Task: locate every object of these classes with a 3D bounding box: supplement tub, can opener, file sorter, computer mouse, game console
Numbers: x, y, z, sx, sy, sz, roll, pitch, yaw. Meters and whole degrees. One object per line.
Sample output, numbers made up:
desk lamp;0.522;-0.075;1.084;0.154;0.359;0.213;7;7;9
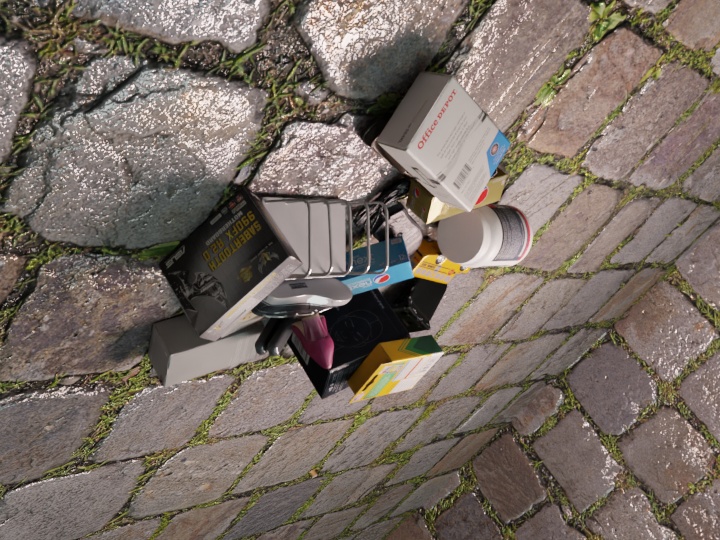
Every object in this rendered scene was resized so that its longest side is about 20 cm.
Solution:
supplement tub;0.275;-0.077;1.780;0.199;0.141;0.141;-2;138;-49
can opener;-0.146;0.077;1.545;0.200;0.053;0.067;-62;150;-49
file sorter;-0.061;-0.055;1.379;0.124;0.140;0.199;1;-177;43
computer mouse;0.064;-0.099;1.608;0.138;0.053;0.200;-37;143;-1
game console;0.112;0.071;1.965;0.175;0.117;0.200;-10;157;17

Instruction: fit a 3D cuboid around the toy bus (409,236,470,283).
toy bus;0.168;-0.021;1.815;0.199;0.065;0.078;13;119;-52

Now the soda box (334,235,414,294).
soda box;0.000;0.000;1.600;0.199;0.065;0.068;-16;149;4

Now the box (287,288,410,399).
box;-0.038;0.124;1.673;0.196;0.200;0.124;-21;151;-25

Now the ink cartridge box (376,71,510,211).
ink cartridge box;0.143;-0.216;1.360;0.200;0.084;0.146;37;83;-41

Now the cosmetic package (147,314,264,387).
cosmetic package;-0.291;0.134;1.524;0.199;0.090;0.107;-12;144;-34

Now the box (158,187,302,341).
box;-0.212;-0.010;1.303;0.200;0.159;0.048;-40;153;10

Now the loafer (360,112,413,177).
loafer;0.072;-0.212;1.406;0.073;0.071;0.200;-44;152;16

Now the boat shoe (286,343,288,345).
boat shoe;-0.093;0.138;1.801;0.199;0.072;0.068;-1;102;-39

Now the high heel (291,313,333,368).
high heel;-0.079;0.132;1.473;0.067;0.097;0.200;-16;176;-13

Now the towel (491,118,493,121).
towel;0.186;-0.208;1.603;0.143;0.023;0.201;-23;149;-20

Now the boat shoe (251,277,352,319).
boat shoe;-0.105;0.054;1.447;0.199;0.072;0.068;-3;135;-42

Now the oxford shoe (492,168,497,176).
oxford shoe;0.192;-0.217;1.490;0.199;0.085;0.073;10;129;-45

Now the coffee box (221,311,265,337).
coffee box;-0.184;0.026;1.476;0.199;0.080;0.115;-24;150;-23

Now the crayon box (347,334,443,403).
crayon box;0.061;0.196;1.623;0.199;0.052;0.126;-4;140;-48

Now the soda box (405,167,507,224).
soda box;0.186;-0.155;1.565;0.199;0.068;0.064;-20;137;-32
